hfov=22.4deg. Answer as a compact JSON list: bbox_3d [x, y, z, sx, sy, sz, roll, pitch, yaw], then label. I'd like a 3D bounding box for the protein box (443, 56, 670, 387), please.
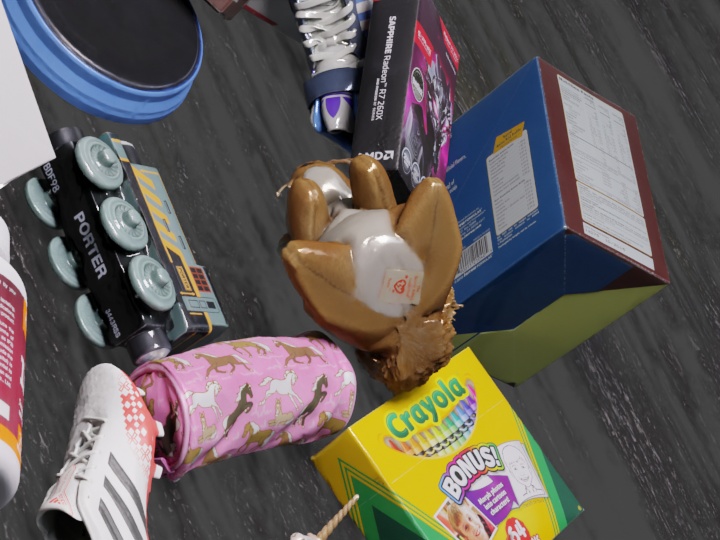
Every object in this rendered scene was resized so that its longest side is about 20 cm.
[{"bbox_3d":[0.149,-0.042,1.640,0.135,0.198,0.201,26,43,-32],"label":"protein box"}]

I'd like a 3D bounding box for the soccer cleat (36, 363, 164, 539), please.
[{"bbox_3d":[-0.181,0.149,1.233,0.085,0.068,0.201,21,51,-41],"label":"soccer cleat"}]

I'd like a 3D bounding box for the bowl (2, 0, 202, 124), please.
[{"bbox_3d":[-0.217,-0.217,1.526,0.200,0.039,0.201,28,43,-29],"label":"bowl"}]

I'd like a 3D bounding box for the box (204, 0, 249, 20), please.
[{"bbox_3d":[-0.167,-0.314,1.589,0.200,0.075,0.100,46,3,-3],"label":"box"}]

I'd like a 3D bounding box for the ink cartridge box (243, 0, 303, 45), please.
[{"bbox_3d":[-0.061,-0.327,1.752,0.145,0.083,0.201,27,43,-29],"label":"ink cartridge box"}]

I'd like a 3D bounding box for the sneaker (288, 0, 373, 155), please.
[{"bbox_3d":[-0.020,-0.196,1.636,0.200,0.080,0.147,68,16,-44],"label":"sneaker"}]

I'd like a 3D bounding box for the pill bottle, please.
[{"bbox_3d":[-0.273,0.054,1.172,0.113,0.113,0.201,24,45,-33],"label":"pill bottle"}]

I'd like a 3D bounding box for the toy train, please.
[{"bbox_3d":[-0.177,-0.017,1.373,0.114,0.085,0.201,9,51,-58],"label":"toy train"}]

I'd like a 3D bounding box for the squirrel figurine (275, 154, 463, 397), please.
[{"bbox_3d":[0.000,0.000,1.485,0.201,0.141,0.187,63,-13,-26],"label":"squirrel figurine"}]

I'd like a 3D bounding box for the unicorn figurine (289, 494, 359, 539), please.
[{"bbox_3d":[-0.065,0.255,1.277,0.137,0.074,0.201,19,61,-50],"label":"unicorn figurine"}]

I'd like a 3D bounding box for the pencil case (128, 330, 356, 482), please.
[{"bbox_3d":[-0.088,0.099,1.362,0.200,0.087,0.083,-10,53,-50],"label":"pencil case"}]

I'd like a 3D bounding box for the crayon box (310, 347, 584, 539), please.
[{"bbox_3d":[0.076,0.176,1.495,0.173,0.058,0.200,55,36,4],"label":"crayon box"}]

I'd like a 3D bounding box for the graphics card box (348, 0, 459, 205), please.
[{"bbox_3d":[0.041,-0.143,1.617,0.126,0.051,0.201,57,37,-56],"label":"graphics card box"}]

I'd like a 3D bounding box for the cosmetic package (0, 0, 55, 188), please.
[{"bbox_3d":[-0.299,-0.149,1.240,0.107,0.085,0.201,-29,118,-30],"label":"cosmetic package"}]
